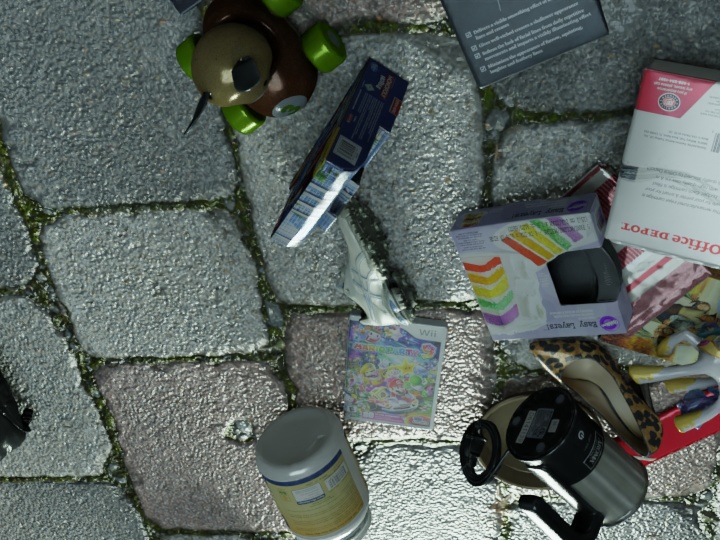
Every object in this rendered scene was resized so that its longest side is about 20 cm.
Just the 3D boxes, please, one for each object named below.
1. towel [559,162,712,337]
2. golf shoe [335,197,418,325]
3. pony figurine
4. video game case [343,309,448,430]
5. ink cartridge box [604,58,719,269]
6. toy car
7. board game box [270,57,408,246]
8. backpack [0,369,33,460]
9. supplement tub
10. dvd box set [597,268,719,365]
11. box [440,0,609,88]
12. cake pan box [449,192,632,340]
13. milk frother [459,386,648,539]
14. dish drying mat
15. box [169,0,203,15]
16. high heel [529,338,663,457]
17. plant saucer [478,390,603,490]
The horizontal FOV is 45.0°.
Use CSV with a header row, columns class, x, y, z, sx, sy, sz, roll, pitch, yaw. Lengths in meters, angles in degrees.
class,x,y,z,sx,sy,sz,roll,pitch,yaw
towel,0.324,-0.024,1.108,0.200,0.023,0.144,44,121,-3
golf shoe,0.000,0.000,1.166,0.096,0.079,0.201,-15,119,22
pony figurine,0.481,0.140,1.116,0.193,0.167,0.199,46,135,-11
video game case,0.049,0.151,1.291,0.141,0.018,0.202,7,124,4
ink cartridge box,0.373,-0.121,0.981,0.143,0.084,0.202,15,116,19
toy car,-0.127,-0.215,0.963,0.163,0.201,0.158,-31,114,26
board game box,-0.035,-0.118,1.044,0.061,0.201,0.200,29,137,-10
backpack,-0.621,0.215,1.358,0.125,0.167,0.202,-2,117,16
supplement tub,-0.068,0.329,1.351,0.143,0.145,0.202,-11,121,15
dvd box set,0.438,0.060,1.165,0.198,0.030,0.147,16,124,-2
box,0.154,-0.322,0.906,0.147,0.108,0.201,-19,120,20
cake pan box,0.235,0.001,1.109,0.198,0.052,0.185,-5,124,33
milk frother,0.270,0.281,1.257,0.188,0.200,0.181,42,80,-24
dish drying mat,0.461,0.240,1.288,0.199,0.018,0.077,-34,112,27
box,-0.156,-0.410,0.885,0.199,0.124,0.199,-24,116,24
high heel,0.322,0.171,1.187,0.198,0.143,0.072,23,124,-7
plant saucer,0.270,0.255,1.321,0.197,0.030,0.202,4,124,5
